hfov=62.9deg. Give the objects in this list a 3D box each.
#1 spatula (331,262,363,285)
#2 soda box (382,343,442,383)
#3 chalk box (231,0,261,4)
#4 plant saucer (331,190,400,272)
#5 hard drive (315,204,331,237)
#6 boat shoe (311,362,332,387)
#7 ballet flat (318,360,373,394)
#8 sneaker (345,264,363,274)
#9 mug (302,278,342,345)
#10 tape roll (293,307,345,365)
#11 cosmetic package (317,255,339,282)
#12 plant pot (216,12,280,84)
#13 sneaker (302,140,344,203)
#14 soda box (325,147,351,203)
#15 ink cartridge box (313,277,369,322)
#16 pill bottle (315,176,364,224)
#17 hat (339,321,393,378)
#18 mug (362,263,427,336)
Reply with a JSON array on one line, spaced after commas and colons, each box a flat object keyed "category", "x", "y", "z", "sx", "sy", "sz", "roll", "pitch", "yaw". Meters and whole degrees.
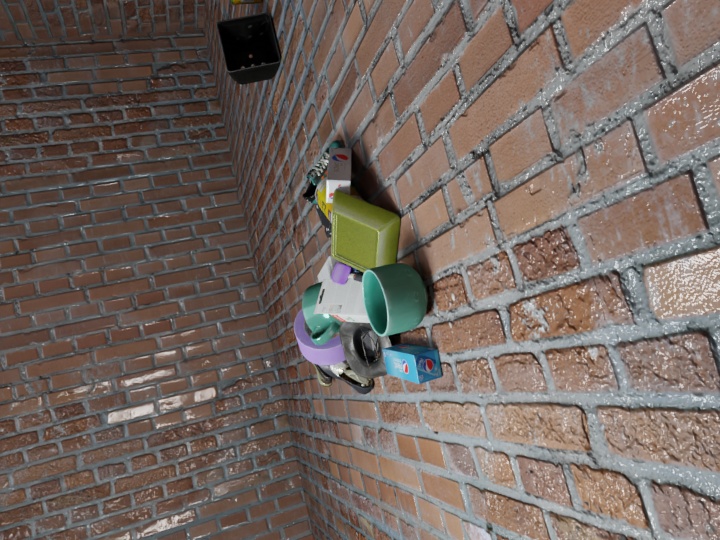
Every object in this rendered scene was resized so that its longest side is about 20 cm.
[{"category": "spatula", "x": -0.019, "y": 0.017, "z": 1.541, "sx": 0.199, "sy": 0.020, "sz": 0.057, "roll": 12, "pitch": 78, "yaw": 59}, {"category": "soda box", "x": 0.121, "y": 0.220, "z": 1.414, "sx": 0.200, "sy": 0.063, "sz": 0.069, "roll": 171, "pitch": 88, "yaw": -72}, {"category": "chalk box", "x": -0.447, "y": -1.125, "z": 2.217, "sx": 0.124, "sy": 0.123, "sz": 0.202, "roll": 117, "pitch": 137, "yaw": -61}, {"category": "plant saucer", "x": -0.002, "y": -0.075, "z": 1.473, "sx": 0.198, "sy": 0.048, "sz": 0.202, "roll": 25, "pitch": 132, "yaw": 25}, {"category": "hard drive", "x": -0.098, "y": -0.220, "z": 1.844, "sx": 0.201, "sy": 0.037, "sz": 0.141, "roll": 103, "pitch": 150, "yaw": -52}, {"category": "boat shoe", "x": -0.149, "y": 0.351, "z": 2.283, "sx": 0.201, "sy": 0.072, "sz": 0.065, "roll": 62, "pitch": 144, "yaw": 33}, {"category": "ballet flat", "x": -0.041, "y": 0.309, "z": 1.805, "sx": 0.073, "sy": 0.199, "sz": 0.073, "roll": -52, "pitch": 10, "yaw": 14}, {"category": "sneaker", "x": 0.000, "y": 0.000, "z": 1.636, "sx": 0.200, "sy": 0.073, "sz": 0.083, "roll": 107, "pitch": 148, "yaw": -70}, {"category": "mug", "x": -0.076, "y": 0.117, "z": 1.693, "sx": 0.113, "sy": 0.151, "sz": 0.188, "roll": -19, "pitch": 73, "yaw": 32}, {"category": "tape roll", "x": -0.100, "y": 0.184, "z": 1.810, "sx": 0.086, "sy": 0.198, "sz": 0.201, "roll": 79, "pitch": 167, "yaw": -48}, {"category": "cosmetic package", "x": -0.075, "y": 0.027, "z": 1.864, "sx": 0.200, "sy": 0.070, "sz": 0.103, "roll": 130, "pitch": 127, "yaw": -66}, {"category": "plant pot", "x": -0.411, "y": -0.813, "z": 2.214, "sx": 0.177, "sy": 0.197, "sz": 0.202, "roll": 114, "pitch": 142, "yaw": -80}, {"category": "sneaker", "x": -0.108, "y": -0.283, "z": 1.704, "sx": 0.071, "sy": 0.079, "sz": 0.202, "roll": 47, "pitch": 124, "yaw": 45}, {"category": "soda box", "x": -0.056, "y": -0.254, "z": 1.561, "sx": 0.201, "sy": 0.063, "sz": 0.069, "roll": -91, "pitch": 4, "yaw": -55}, {"category": "ink cartridge box", "x": -0.028, "y": 0.079, "z": 1.580, "sx": 0.198, "sy": 0.050, "sz": 0.110, "roll": -2, "pitch": 64, "yaw": 40}, {"category": "pill bottle", "x": -0.046, "y": -0.174, "z": 1.606, "sx": 0.200, "sy": 0.108, "sz": 0.111, "roll": -126, "pitch": 30, "yaw": -51}, {"category": "hat", "x": 0.034, "y": 0.195, "z": 1.610, "sx": 0.199, "sy": 0.080, "sz": 0.204, "roll": 18, "pitch": 117, "yaw": 39}, {"category": "mug", "x": 0.077, "y": 0.054, "z": 1.346, "sx": 0.185, "sy": 0.113, "sz": 0.154, "roll": -126, "pitch": 30, "yaw": -52}]
